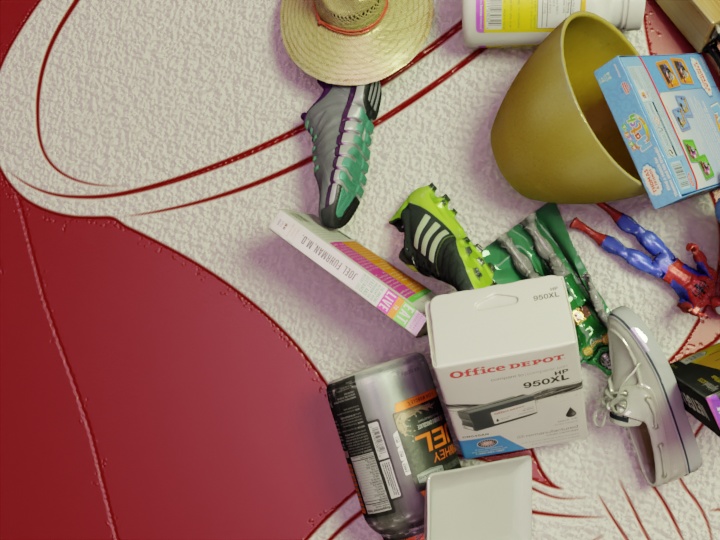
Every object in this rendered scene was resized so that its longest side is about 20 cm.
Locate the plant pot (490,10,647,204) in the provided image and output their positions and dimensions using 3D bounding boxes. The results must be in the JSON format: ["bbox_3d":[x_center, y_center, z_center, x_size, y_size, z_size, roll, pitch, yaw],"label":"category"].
[{"bbox_3d":[0.225,-0.153,0.973,0.141,0.199,0.203,-27,80,43],"label":"plant pot"}]

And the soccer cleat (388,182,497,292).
[{"bbox_3d":[0.090,-0.016,1.002,0.081,0.067,0.201,-43,39,16],"label":"soccer cleat"}]

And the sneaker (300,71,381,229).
[{"bbox_3d":[-0.035,-0.145,1.066,0.086,0.074,0.203,7,71,21],"label":"sneaker"}]

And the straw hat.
[{"bbox_3d":[-0.015,-0.322,1.037,0.198,0.085,0.204,-3,68,8],"label":"straw hat"}]

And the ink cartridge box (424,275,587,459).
[{"bbox_3d":[0.156,0.107,0.944,0.142,0.201,0.085,-12,50,9],"label":"ink cartridge box"}]

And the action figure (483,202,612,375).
[{"bbox_3d":[0.230,0.032,1.018,0.117,0.055,0.201,-35,85,3],"label":"action figure"}]

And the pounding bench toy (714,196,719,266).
[{"bbox_3d":[0.463,-0.020,0.935,0.154,0.199,0.126,-8,66,30],"label":"pounding bench toy"}]

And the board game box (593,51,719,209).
[{"bbox_3d":[0.335,-0.152,0.946,0.036,0.198,0.153,-29,80,45],"label":"board game box"}]

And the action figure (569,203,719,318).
[{"bbox_3d":[0.326,-0.013,0.982,0.199,0.099,0.066,37,94,8],"label":"action figure"}]

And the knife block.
[{"bbox_3d":[0.377,-0.286,0.986,0.197,0.064,0.178,12,75,10],"label":"knife block"}]

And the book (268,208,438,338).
[{"bbox_3d":[0.000,0.000,1.016,0.199,0.134,0.048,36,97,11],"label":"book"}]

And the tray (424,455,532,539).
[{"bbox_3d":[0.124,0.260,0.963,0.022,0.199,0.109,-1,86,41],"label":"tray"}]

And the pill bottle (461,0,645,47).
[{"bbox_3d":[0.215,-0.306,1.014,0.197,0.104,0.106,2,87,9],"label":"pill bottle"}]

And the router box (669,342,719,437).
[{"bbox_3d":[0.400,0.102,0.905,0.148,0.200,0.052,-26,88,7],"label":"router box"}]

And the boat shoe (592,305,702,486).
[{"bbox_3d":[0.290,0.143,0.966,0.085,0.075,0.204,-26,105,-7],"label":"boat shoe"}]

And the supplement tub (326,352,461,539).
[{"bbox_3d":[0.044,0.203,1.001,0.121,0.122,0.203,-19,84,8],"label":"supplement tub"}]
